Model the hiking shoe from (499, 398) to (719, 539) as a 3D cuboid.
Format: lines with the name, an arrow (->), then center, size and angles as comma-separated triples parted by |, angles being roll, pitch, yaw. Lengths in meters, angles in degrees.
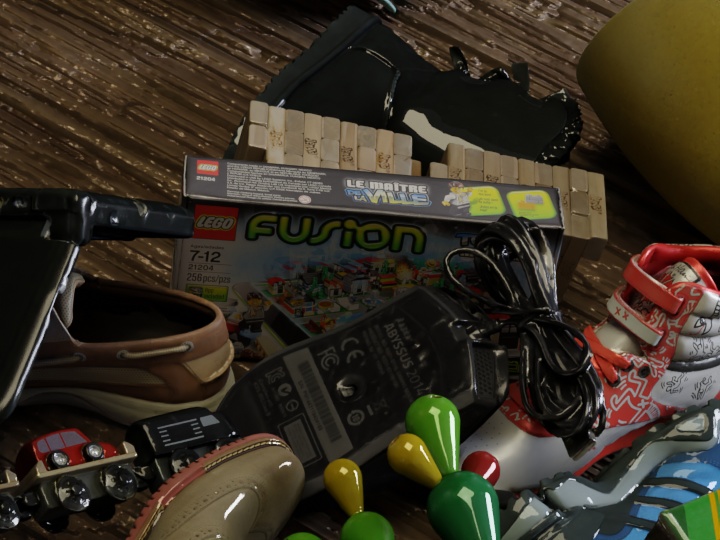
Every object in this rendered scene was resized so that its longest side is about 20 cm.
hiking shoe -> 0.148, 0.130, 1.350 | 0.199, 0.074, 0.087 | -24, 71, -31

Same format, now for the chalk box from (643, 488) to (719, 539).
chalk box -> 0.211, 0.198, 1.214 | 0.123, 0.125, 0.201 | -19, 64, -30

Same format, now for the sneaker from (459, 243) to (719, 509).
sneaker -> 0.121, 0.047, 1.392 | 0.200, 0.109, 0.067 | -15, 39, -27

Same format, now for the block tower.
block tower -> 0.030, -0.035, 1.458 | 0.199, 0.058, 0.054 | 11, 45, -10

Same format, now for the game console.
game console -> -0.206, 0.018, 1.329 | 0.199, 0.117, 0.176 | 2, -2, 27

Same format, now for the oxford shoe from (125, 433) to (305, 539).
oxford shoe -> -0.078, 0.154, 1.252 | 0.074, 0.071, 0.200 | 15, 48, 36

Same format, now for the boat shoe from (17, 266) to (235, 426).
boat shoe -> -0.160, 0.027, 1.391 | 0.198, 0.072, 0.076 | 7, 40, -3

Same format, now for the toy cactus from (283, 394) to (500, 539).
toy cactus -> 0.036, 0.159, 1.246 | 0.164, 0.103, 0.201 | 9, 54, 23

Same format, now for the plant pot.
plant pot -> 0.239, -0.085, 1.535 | 0.199, 0.200, 0.143 | -12, 70, -23

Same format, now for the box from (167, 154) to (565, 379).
box -> 0.000, 0.000, 1.425 | 0.198, 0.111, 0.035 | 4, 40, -6

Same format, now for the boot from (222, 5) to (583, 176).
boot -> 0.025, -0.063, 1.540 | 0.162, 0.074, 0.198 | 28, 45, 12

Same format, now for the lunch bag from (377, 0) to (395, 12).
lunch bag -> -0.018, -0.249, 1.702 | 0.170, 0.123, 0.200 | 28, 38, 19

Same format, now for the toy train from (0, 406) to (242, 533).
toy train -> -0.138, 0.096, 1.275 | 0.199, 0.034, 0.046 | -12, 68, -39

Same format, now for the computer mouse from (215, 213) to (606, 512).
computer mouse -> 0.021, 0.068, 1.361 | 0.199, 0.053, 0.139 | -23, 54, 4
